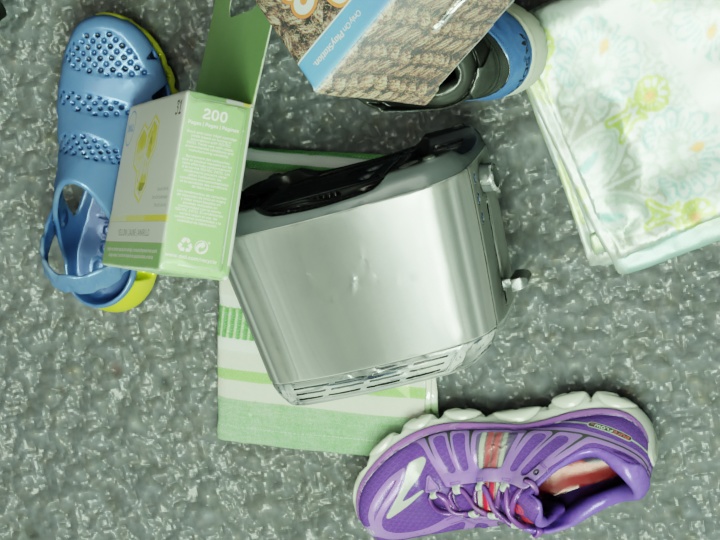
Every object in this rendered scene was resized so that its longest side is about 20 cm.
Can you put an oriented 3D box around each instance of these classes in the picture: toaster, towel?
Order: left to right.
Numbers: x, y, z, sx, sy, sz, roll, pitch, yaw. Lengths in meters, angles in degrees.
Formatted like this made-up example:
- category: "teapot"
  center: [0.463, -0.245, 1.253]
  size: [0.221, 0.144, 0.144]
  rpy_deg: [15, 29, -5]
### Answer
- category: "towel"
  center: [-0.020, 0.022, 1.170]
  size: [0.152, 0.023, 0.201]
  rpy_deg: [5, 106, 13]
- category: "toaster"
  center: [0.000, 0.000, 1.088]
  size: [0.199, 0.114, 0.130]
  rpy_deg: [-14, 103, 19]
- category: "towel"
  center: [0.202, -0.105, 1.070]
  size: [0.199, 0.048, 0.172]
  rpy_deg: [-21, 99, 17]

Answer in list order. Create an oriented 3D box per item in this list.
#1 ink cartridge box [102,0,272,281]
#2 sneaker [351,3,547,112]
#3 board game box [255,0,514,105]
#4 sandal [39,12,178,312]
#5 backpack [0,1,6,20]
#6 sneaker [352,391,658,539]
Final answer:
- category: "ink cartridge box"
  center: [-0.100, -0.096, 1.068]
  size: [0.048, 0.145, 0.201]
  rpy_deg: [10, 88, -20]
- category: "sneaker"
  center: [0.002, -0.153, 1.055]
  size: [0.200, 0.111, 0.077]
  rpy_deg: [31, 117, 22]
- category: "board game box"
  center: [0.003, -0.214, 0.935]
  size: [0.160, 0.097, 0.200]
  rpy_deg: [-47, 63, 28]
- category: "sandal"
  center: [-0.165, -0.063, 1.151]
  size: [0.079, 0.087, 0.201]
  rpy_deg: [5, 103, 15]
- category: "backpack"
  center: [-0.234, -0.247, 1.068]
  size: [0.200, 0.190, 0.154]
  rpy_deg: [-33, 78, 19]
- category: "sneaker"
  center: [0.087, 0.132, 1.127]
  size: [0.199, 0.084, 0.081]
  rpy_deg: [-17, 118, 16]
